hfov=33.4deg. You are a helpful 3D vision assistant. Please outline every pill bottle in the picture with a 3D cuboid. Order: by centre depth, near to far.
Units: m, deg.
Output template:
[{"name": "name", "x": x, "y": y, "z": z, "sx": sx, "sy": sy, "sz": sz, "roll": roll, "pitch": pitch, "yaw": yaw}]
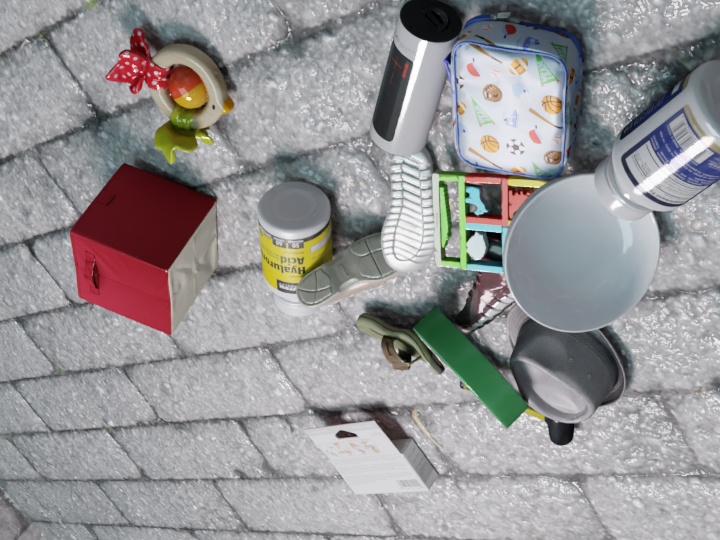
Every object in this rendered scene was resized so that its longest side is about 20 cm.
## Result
[{"name": "pill bottle", "x": 0.350, "y": -0.135, "z": 1.335, "sx": 0.111, "sy": 0.111, "sz": 0.200, "roll": 42, "pitch": 144, "yaw": -5}, {"name": "pill bottle", "x": -0.097, "y": -0.027, "z": 1.831, "sx": 0.110, "sy": 0.112, "sz": 0.202, "roll": 22, "pitch": 141, "yaw": 21}]

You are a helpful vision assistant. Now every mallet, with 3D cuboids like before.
[{"name": "mallet", "x": 0.243, "y": 0.215, "z": 1.862, "sx": 0.198, "sy": 0.041, "sz": 0.066, "roll": 15, "pitch": 140, "yaw": 36}]

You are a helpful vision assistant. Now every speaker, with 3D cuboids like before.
[{"name": "speaker", "x": 0.067, "y": -0.239, "z": 1.495, "sx": 0.081, "sy": 0.081, "sz": 0.201, "roll": 31, "pitch": 143, "yaw": 11}]

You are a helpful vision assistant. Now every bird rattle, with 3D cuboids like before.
[{"name": "bird rattle", "x": -0.266, "y": -0.272, "z": 1.765, "sx": 0.162, "sy": 0.113, "sz": 0.202, "roll": -17, "pitch": 104, "yaw": 35}]

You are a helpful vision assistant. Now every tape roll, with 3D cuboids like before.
[{"name": "tape roll", "x": 0.160, "y": 0.141, "z": 1.749, "sx": 0.201, "sy": 0.048, "sz": 0.200, "roll": 46, "pitch": 180, "yaw": 0}]

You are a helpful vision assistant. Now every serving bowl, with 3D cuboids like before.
[{"name": "serving bowl", "x": 0.268, "y": -0.029, "z": 1.493, "sx": 0.201, "sy": 0.199, "sz": 0.066, "roll": 53, "pitch": -175, "yaw": -19}]

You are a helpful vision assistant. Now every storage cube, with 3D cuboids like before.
[{"name": "storage cube", "x": -0.348, "y": -0.037, "z": 1.972, "sx": 0.178, "sy": 0.201, "sz": 0.172, "roll": 21, "pitch": 140, "yaw": 12}]

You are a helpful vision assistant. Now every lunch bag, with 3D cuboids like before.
[{"name": "lunch bag", "x": 0.179, "y": -0.208, "z": 1.423, "sx": 0.158, "sy": 0.076, "sz": 0.202, "roll": 14, "pitch": 137, "yaw": 20}]

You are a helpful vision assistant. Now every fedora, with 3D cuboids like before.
[{"name": "fedora", "x": 0.277, "y": 0.141, "z": 1.703, "sx": 0.200, "sy": 0.091, "sz": 0.176, "roll": 46, "pitch": 143, "yaw": -9}]

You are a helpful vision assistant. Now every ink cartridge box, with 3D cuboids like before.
[{"name": "ink cartridge box", "x": 0.017, "y": 0.325, "z": 2.157, "sx": 0.199, "sy": 0.045, "sz": 0.177, "roll": -14, "pitch": 120, "yaw": 47}]

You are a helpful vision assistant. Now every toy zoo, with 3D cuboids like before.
[{"name": "toy zoo", "x": 0.190, "y": -0.060, "z": 1.574, "sx": 0.197, "sy": 0.020, "sz": 0.133, "roll": 6, "pitch": 111, "yaw": 26}]

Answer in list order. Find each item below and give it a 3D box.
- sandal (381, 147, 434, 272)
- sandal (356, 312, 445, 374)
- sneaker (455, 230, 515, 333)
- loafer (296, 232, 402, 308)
[{"name": "sandal", "x": 0.076, "y": -0.089, "z": 1.675, "sx": 0.081, "sy": 0.050, "sz": 0.205, "roll": 11, "pitch": 124, "yaw": 9}, {"name": "sandal", "x": 0.058, "y": 0.124, "z": 1.857, "sx": 0.200, "sy": 0.058, "sz": 0.080, "roll": 22, "pitch": 160, "yaw": 51}, {"name": "sneaker", "x": 0.175, "y": 0.000, "z": 1.671, "sx": 0.116, "sy": 0.076, "sz": 0.200, "roll": 48, "pitch": 133, "yaw": -2}, {"name": "loafer", "x": 0.000, "y": 0.000, "z": 1.778, "sx": 0.198, "sy": 0.063, "sz": 0.073, "roll": -25, "pitch": 73, "yaw": 15}]
